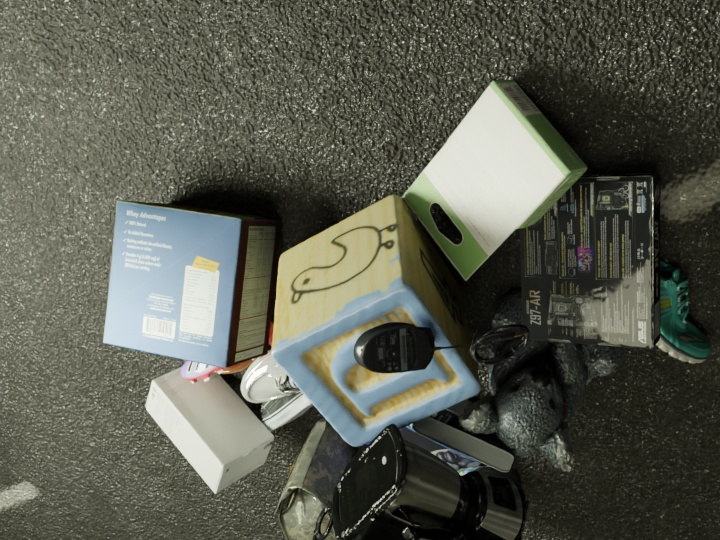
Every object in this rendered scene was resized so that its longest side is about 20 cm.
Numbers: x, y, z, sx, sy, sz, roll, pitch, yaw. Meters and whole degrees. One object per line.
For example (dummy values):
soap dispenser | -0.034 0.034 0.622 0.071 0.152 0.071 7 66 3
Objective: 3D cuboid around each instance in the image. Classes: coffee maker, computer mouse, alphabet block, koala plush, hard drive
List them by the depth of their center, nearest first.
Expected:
computer mouse | 0.090 0.080 0.919 0.198 0.034 0.059 -3 109 -7
coffee maker | 0.075 0.302 1.034 0.199 0.136 0.192 27 142 -22
alphabet block | 0.019 0.063 1.039 0.194 0.201 0.197 -26 122 15
koala plush | 0.227 0.167 1.084 0.176 0.200 0.185 22 128 7
hard drive | 0.131 0.231 1.121 0.131 0.026 0.200 23 173 6

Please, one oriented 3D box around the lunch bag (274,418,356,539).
lunch bag | -0.063 0.366 1.363 0.117 0.164 0.201 -5 119 22

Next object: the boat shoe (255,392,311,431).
boat shoe | -0.127 0.212 1.357 0.200 0.072 0.071 -40 77 41

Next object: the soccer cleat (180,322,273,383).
soccer cleat | -0.212 0.115 1.282 0.199 0.067 0.077 -24 95 33

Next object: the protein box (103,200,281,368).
protein box | -0.236 0.014 1.169 0.197 0.135 0.202 8 95 18

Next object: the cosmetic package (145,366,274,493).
cosmetic package | -0.249 0.251 1.356 0.200 0.112 0.081 46 134 24

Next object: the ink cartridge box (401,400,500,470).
ink cartridge box | 0.095 0.258 1.286 0.199 0.044 0.199 28 129 -6

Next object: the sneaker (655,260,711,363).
sneaker | 0.373 0.035 1.018 0.080 0.078 0.200 -38 102 28

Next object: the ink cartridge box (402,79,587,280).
ink cartridge box | 0.155 -0.106 0.992 0.146 0.048 0.200 54 132 18

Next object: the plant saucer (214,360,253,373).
plant saucer | -0.245 0.077 1.328 0.198 0.038 0.201 11 126 16

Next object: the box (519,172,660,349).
box | 0.273 -0.013 0.985 0.159 0.043 0.202 1 101 31

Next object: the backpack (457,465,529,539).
backpack | 0.162 0.358 1.209 0.152 0.200 0.165 5 84 8

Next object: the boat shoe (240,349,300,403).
boat shoe | -0.098 0.153 1.237 0.199 0.069 0.072 -25 113 14
